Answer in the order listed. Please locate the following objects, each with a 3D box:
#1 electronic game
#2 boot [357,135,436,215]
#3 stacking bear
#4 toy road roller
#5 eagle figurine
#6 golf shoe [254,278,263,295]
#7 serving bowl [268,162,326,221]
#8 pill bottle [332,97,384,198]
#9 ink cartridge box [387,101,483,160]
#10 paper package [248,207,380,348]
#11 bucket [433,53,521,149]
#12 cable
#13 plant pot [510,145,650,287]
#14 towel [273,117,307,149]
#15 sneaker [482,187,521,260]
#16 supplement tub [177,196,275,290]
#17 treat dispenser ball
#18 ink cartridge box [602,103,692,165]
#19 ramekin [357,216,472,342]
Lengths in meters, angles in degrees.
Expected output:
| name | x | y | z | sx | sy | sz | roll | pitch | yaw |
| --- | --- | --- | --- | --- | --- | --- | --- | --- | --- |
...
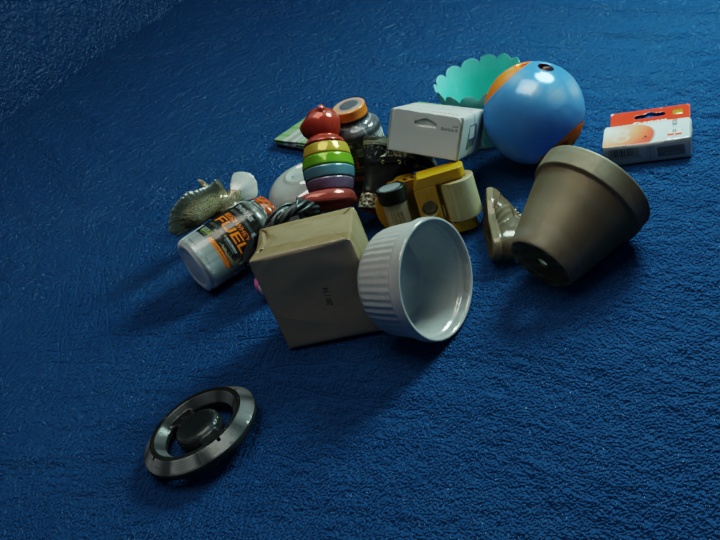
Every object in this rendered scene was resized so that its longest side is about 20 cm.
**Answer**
| name | x | y | z | sx | sy | sz | roll | pitch | yaw |
| --- | --- | --- | --- | --- | --- | --- | --- | --- | --- |
| electronic game | -0.255 | 0.256 | 1.440 | 0.199 | 0.042 | 0.200 | -21 | 27 | 12 |
| boot | 0.072 | -0.181 | 1.852 | 0.073 | 0.203 | 0.155 | 2 | 81 | 44 |
| stacking bear | -0.071 | -0.228 | 1.807 | 0.113 | 0.201 | 0.121 | -9 | -7 | 10 |
| toy road roller | 0.127 | -0.139 | 1.734 | 0.199 | 0.123 | 0.146 | -15 | 22 | 10 |
| eagle figurine | -0.306 | -0.117 | 1.943 | 0.151 | 0.152 | 0.200 | -1 | 26 | 12 |
| golf shoe | -0.110 | -0.012 | 1.723 | 0.200 | 0.076 | 0.091 | -35 | 39 | -19 |
| serving bowl | -0.117 | -0.190 | 1.992 | 0.199 | 0.066 | 0.200 | -16 | 33 | 10 |
| pill bottle | 0.004 | -0.261 | 1.901 | 0.106 | 0.201 | 0.106 | -15 | 32 | 10 |
| ink cartridge box | 0.151 | -0.277 | 1.770 | 0.145 | 0.088 | 0.200 | 11 | 15 | 16 |
| paper package | -0.066 | 0.017 | 1.539 | 0.190 | 0.201 | 0.104 | -13 | 33 | 14 |
| bucket | 0.272 | -0.367 | 1.966 | 0.206 | 0.135 | 0.208 | -14 | 34 | 10 |
| cable | -0.141 | -0.071 | 1.747 | 0.163 | 0.200 | 0.051 | -20 | 66 | -35 |
| plant pot | 0.343 | -0.074 | 1.477 | 0.200 | 0.200 | 0.174 | 21 | 68 | 46 |
| towel | -0.104 | -0.342 | 2.248 | 0.149 | 0.031 | 0.199 | -39 | 34 | -30 |
| sneaker | 0.265 | -0.081 | 1.636 | 0.075 | 0.071 | 0.200 | 2 | 38 | 1 |
| supplement tub | -0.258 | -0.059 | 1.827 | 0.200 | 0.123 | 0.122 | -36 | 36 | -22 |
| treat dispenser ball | 0.343 | -0.311 | 1.784 | 0.200 | 0.202 | 0.201 | -15 | 33 | 10 |
| ink cartridge box | 0.562 | -0.282 | 1.759 | 0.161 | 0.050 | 0.200 | -5 | 39 | 23 |
| ramekin | 0.084 | 0.016 | 1.465 | 0.105 | 0.201 | 0.200 | -3 | 36 | 41 |
